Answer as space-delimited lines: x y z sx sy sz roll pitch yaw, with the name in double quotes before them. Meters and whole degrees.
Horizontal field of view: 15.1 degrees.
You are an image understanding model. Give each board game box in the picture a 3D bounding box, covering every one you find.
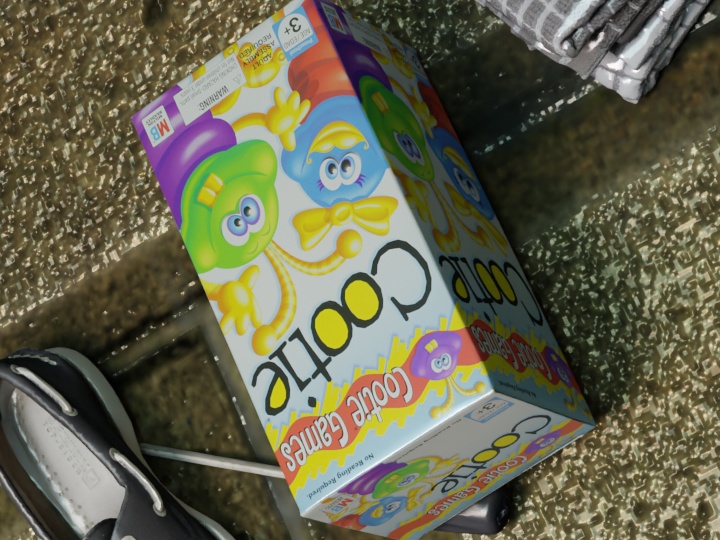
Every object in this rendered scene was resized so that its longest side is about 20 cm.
"board game box" 0.000 0.000 1.169 0.105 0.103 0.201 -34 65 19

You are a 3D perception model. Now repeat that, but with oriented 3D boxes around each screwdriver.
"screwdriver" -0.024 0.098 1.235 0.199 0.028 0.029 3 59 27

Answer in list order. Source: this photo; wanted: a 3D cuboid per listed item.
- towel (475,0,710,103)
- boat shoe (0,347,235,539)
"towel" 0.098 -0.197 1.162 0.165 0.085 0.201 40 103 23
"boat shoe" -0.112 0.119 1.251 0.074 0.060 0.201 -41 73 24
